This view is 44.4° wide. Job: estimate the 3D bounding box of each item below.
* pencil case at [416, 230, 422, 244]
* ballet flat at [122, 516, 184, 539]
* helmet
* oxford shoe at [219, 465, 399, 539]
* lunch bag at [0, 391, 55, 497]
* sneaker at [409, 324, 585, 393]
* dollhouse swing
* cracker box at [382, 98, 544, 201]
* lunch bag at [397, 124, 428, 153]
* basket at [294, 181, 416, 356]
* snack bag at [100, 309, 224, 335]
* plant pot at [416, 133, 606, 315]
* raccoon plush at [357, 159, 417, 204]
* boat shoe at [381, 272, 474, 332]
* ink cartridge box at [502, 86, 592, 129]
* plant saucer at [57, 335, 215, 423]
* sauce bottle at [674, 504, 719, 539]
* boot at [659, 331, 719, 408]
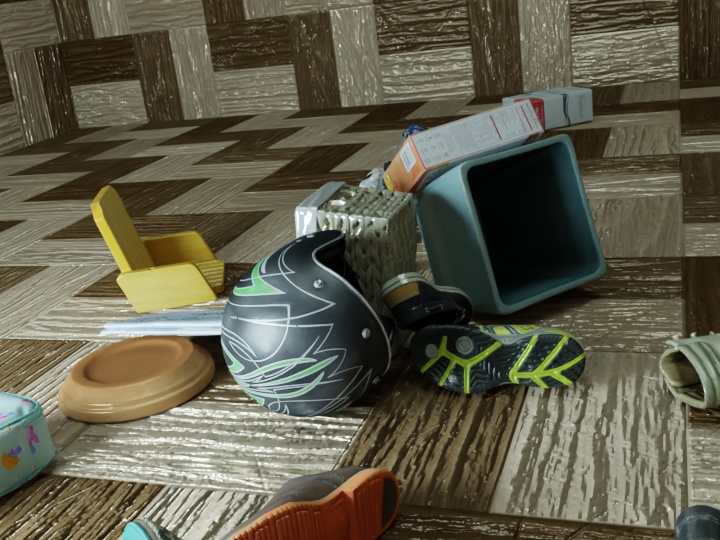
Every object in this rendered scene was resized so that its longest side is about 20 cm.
[{"bbox_3d":[-0.002,-0.035,1.412,0.196,0.079,0.090,-2,34,18],"label":"pencil case"},{"bbox_3d":[-0.126,0.256,0.655,0.074,0.069,0.200,8,17,-27],"label":"ballet flat"},{"bbox_3d":[-0.058,0.065,0.972,0.196,0.203,0.192,-3,28,13],"label":"helmet"},{"bbox_3d":[-0.054,0.213,0.728,0.072,0.073,0.198,3,8,42],"label":"oxford shoe"},{"bbox_3d":[-0.437,0.196,0.913,0.158,0.079,0.199,7,23,36],"label":"lunch bag"},{"bbox_3d":[0.154,0.097,0.998,0.196,0.077,0.076,5,7,16],"label":"sneaker"},{"bbox_3d":[-0.325,-0.053,1.445,0.178,0.179,0.200,-9,18,-5],"label":"dollhouse swing"},{"bbox_3d":[0.142,-0.164,1.243,0.197,0.059,0.134,-19,-12,-21],"label":"cracker box"},{"bbox_3d":[0.158,-0.197,1.672,0.197,0.076,0.161,24,37,-9],"label":"lunch bag"},{"bbox_3d":[0.000,0.000,1.127,0.121,0.204,0.136,4,21,19],"label":"basket"},{"bbox_3d":[-0.227,0.071,1.216,0.185,0.022,0.200,-3,2,14],"label":"snack bag"},{"bbox_3d":[0.184,-0.054,1.230,0.194,0.199,0.199,-18,3,-28],"label":"plant pot"},{"bbox_3d":[0.093,-0.151,1.764,0.197,0.098,0.134,20,0,-11],"label":"raccoon plush"},{"bbox_3d":[0.089,0.054,1.078,0.074,0.063,0.199,-29,-23,19],"label":"boat shoe"},{"bbox_3d":[0.500,-0.432,2.359,0.197,0.085,0.144,-15,19,-17],"label":"ink cartridge box"},{"bbox_3d":[-0.283,0.128,1.115,0.196,0.038,0.201,-6,19,2],"label":"plant saucer"},{"bbox_3d":[0.228,0.228,0.576,0.064,0.066,0.200,0,19,21],"label":"sauce bottle"},{"bbox_3d":[0.389,0.080,0.935,0.152,0.073,0.200,-10,19,0],"label":"boot"}]
